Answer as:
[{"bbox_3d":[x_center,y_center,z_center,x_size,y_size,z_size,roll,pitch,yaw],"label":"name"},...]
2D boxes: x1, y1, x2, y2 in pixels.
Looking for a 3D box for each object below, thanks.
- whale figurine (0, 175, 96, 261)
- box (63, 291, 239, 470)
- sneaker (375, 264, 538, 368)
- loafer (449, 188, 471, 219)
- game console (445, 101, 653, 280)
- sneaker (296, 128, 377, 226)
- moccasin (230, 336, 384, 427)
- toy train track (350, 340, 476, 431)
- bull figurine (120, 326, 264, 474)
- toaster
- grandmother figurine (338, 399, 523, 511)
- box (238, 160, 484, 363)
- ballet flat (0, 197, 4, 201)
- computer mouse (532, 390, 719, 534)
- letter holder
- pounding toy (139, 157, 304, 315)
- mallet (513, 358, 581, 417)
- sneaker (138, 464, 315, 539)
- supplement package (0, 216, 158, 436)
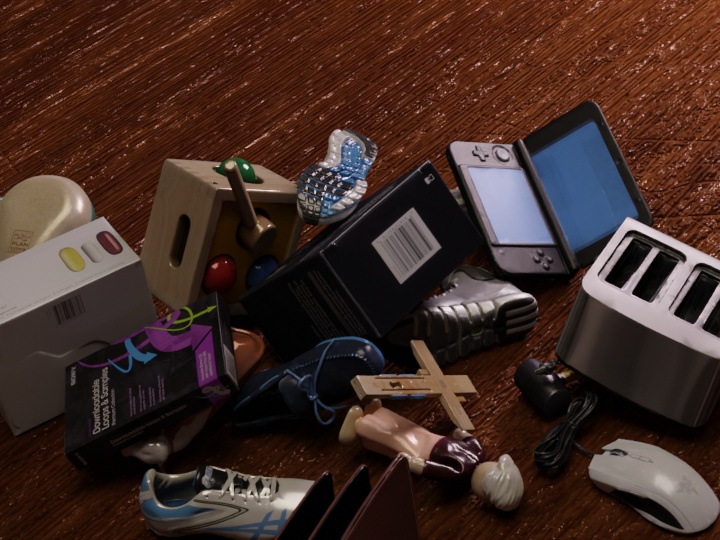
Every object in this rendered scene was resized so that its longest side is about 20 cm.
[{"bbox_3d":[-0.411,-0.021,1.752,0.157,0.104,0.202,5,64,17],"label":"whale figurine"},{"bbox_3d":[-0.228,0.117,1.468,0.199,0.036,0.144,-28,37,9],"label":"box"},{"bbox_3d":[0.096,0.047,1.581,0.198,0.076,0.116,-9,32,-18],"label":"sneaker"},{"bbox_3d":[0.116,-0.077,1.727,0.198,0.070,0.070,-9,40,-5],"label":"loafer"},{"bbox_3d":[0.223,-0.102,1.641,0.174,0.117,0.201,1,55,-31],"label":"game console"},{"bbox_3d":[-0.030,-0.086,1.582,0.074,0.087,0.200,23,30,5],"label":"sneaker"},{"bbox_3d":[-0.057,0.133,1.455,0.199,0.081,0.068,-28,16,38],"label":"moccasin"},{"bbox_3d":[0.052,0.128,1.419,0.199,0.033,0.115,6,47,-53],"label":"toy train track"},{"bbox_3d":[-0.195,0.134,1.506,0.200,0.065,0.121,-41,44,-21],"label":"bull figurine"},{"bbox_3d":[0.316,0.057,1.446,0.180,0.119,0.200,27,45,18],"label":"toaster"},{"bbox_3d":[0.082,0.191,1.405,0.199,0.061,0.121,23,33,31],"label":"grandmother figurine"},{"bbox_3d":[0.000,0.000,1.536,0.196,0.118,0.200,-40,8,-35],"label":"box"},{"bbox_3d":[-0.532,-0.044,1.825,0.198,0.068,0.064,-14,65,-7],"label":"ballet flat"},{"bbox_3d":[0.273,0.194,1.374,0.199,0.044,0.109,26,48,36],"label":"computer mouse"},{"bbox_3d":[-0.034,0.267,1.257,0.100,0.143,0.200,12,42,24],"label":"letter holder"},{"bbox_3d":[-0.151,-0.050,1.583,0.142,0.202,0.183,30,20,38],"label":"pounding toy"},{"bbox_3d":[0.269,0.109,1.494,0.198,0.041,0.066,-14,38,-14],"label":"mallet"},{"bbox_3d":[-0.128,0.231,1.379,0.198,0.073,0.072,-3,36,5],"label":"sneaker"},{"bbox_3d":[-0.345,0.061,1.565,0.199,0.157,0.111,-26,41,-22],"label":"supplement package"}]
